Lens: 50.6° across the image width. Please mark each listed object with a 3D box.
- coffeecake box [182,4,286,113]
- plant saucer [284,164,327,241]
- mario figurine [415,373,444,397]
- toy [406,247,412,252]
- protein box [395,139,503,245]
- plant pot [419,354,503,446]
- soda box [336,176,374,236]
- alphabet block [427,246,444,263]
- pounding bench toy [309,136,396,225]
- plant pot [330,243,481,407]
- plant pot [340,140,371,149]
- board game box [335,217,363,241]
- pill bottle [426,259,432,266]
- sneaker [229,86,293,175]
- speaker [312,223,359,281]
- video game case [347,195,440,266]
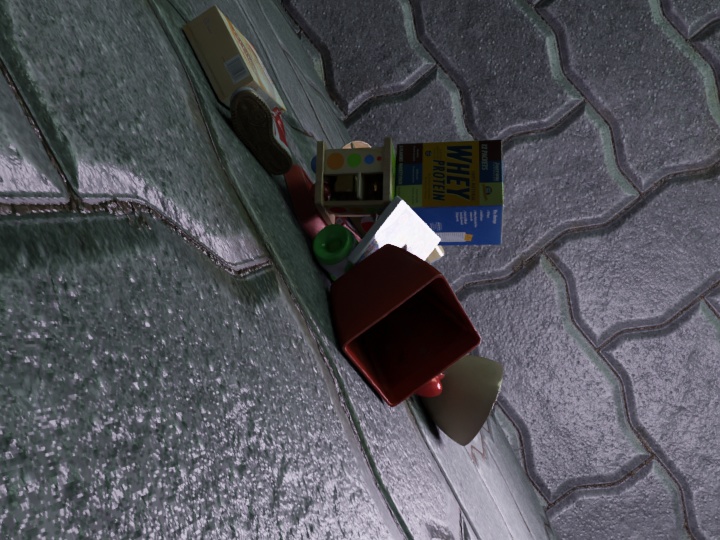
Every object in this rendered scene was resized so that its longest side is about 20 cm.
[{"bbox_3d":[-0.223,-0.362,1.381,0.154,0.073,0.200,62,8,8],"label":"coffeecake box"},{"bbox_3d":[-0.082,-0.106,1.539,0.200,0.036,0.201,53,12,-45],"label":"plant saucer"},{"bbox_3d":[0.120,0.172,1.613,0.201,0.106,0.123,60,20,14],"label":"mario figurine"},{"bbox_3d":[0.082,0.060,1.476,0.047,0.115,0.201,39,-20,31],"label":"toy"},{"bbox_3d":[0.178,-0.146,1.490,0.199,0.198,0.136,65,26,-68],"label":"protein box"},{"bbox_3d":[0.209,0.266,1.686,0.134,0.202,0.200,27,12,-3],"label":"plant pot"},{"bbox_3d":[0.010,-0.123,1.592,0.201,0.064,0.068,52,10,5],"label":"soda box"},{"bbox_3d":[0.076,-0.113,1.983,0.201,0.195,0.196,55,9,-36],"label":"alphabet block"},{"bbox_3d":[-0.006,-0.153,1.457,0.200,0.154,0.126,58,32,-72],"label":"pounding bench toy"},{"bbox_3d":[0.058,0.075,1.322,0.200,0.199,0.177,54,1,-41],"label":"plant pot"},{"bbox_3d":[-0.020,-0.191,1.716,0.027,0.201,0.200,11,-29,37],"label":"plant pot"},{"bbox_3d":[-0.005,-0.076,1.597,0.200,0.019,0.103,40,17,-48],"label":"board game box"},{"bbox_3d":[0.082,-0.031,1.759,0.201,0.113,0.113,54,9,-5],"label":"pill bottle"},{"bbox_3d":[-0.181,-0.269,1.338,0.200,0.071,0.113,63,7,-54],"label":"sneaker"},{"bbox_3d":[-0.016,-0.005,1.443,0.200,0.088,0.089,51,13,-53],"label":"speaker"},{"bbox_3d":[0.067,-0.041,1.418,0.018,0.144,0.200,40,2,33],"label":"video game case"}]
